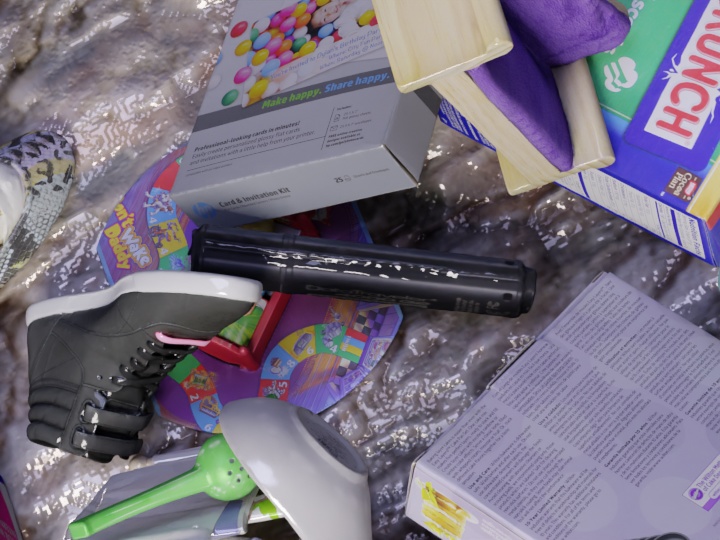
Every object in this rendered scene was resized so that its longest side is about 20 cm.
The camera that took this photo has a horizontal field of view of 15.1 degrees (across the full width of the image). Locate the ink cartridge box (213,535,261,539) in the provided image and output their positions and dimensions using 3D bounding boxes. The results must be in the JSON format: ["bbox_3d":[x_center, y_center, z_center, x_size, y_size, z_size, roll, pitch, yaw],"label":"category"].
[{"bbox_3d":[-0.014,0.231,1.467,0.200,0.088,0.145,8,71,18],"label":"ink cartridge box"}]

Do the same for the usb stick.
[{"bbox_3d":[0.000,0.000,1.551,0.200,0.055,0.033,7,74,-1],"label":"usb stick"}]

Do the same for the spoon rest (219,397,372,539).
[{"bbox_3d":[-0.001,0.141,1.405,0.200,0.099,0.061,43,100,8],"label":"spoon rest"}]

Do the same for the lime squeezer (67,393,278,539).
[{"bbox_3d":[-0.072,0.104,1.475,0.071,0.200,0.038,-31,91,35],"label":"lime squeezer"}]

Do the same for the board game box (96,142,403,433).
[{"bbox_3d":[-0.073,-0.003,1.603,0.158,0.039,0.200,-24,64,3],"label":"board game box"}]

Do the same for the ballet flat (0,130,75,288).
[{"bbox_3d":[-0.246,-0.011,1.633,0.072,0.072,0.200,33,78,23],"label":"ballet flat"}]

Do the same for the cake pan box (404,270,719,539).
[{"bbox_3d":[0.153,0.106,1.455,0.184,0.052,0.200,32,52,19],"label":"cake pan box"}]

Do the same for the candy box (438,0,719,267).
[{"bbox_3d":[0.164,-0.125,1.577,0.200,0.077,0.169,29,79,22],"label":"candy box"}]

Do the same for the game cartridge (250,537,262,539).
[{"bbox_3d":[-0.074,0.253,1.410,0.130,0.038,0.200,38,84,28],"label":"game cartridge"}]

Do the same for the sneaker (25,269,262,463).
[{"bbox_3d":[-0.124,0.057,1.545,0.200,0.071,0.099,-15,69,47],"label":"sneaker"}]

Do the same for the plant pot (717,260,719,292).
[{"bbox_3d":[0.299,-0.009,1.444,0.200,0.141,0.141,-19,64,-5],"label":"plant pot"}]

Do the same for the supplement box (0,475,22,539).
[{"bbox_3d":[-0.235,0.204,1.523,0.103,0.101,0.200,-22,65,3],"label":"supplement box"}]

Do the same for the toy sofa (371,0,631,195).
[{"bbox_3d":[0.085,-0.117,1.446,0.098,0.200,0.083,-20,68,15],"label":"toy sofa"}]

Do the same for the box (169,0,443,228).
[{"bbox_3d":[-0.016,-0.123,1.583,0.156,0.041,0.200,-11,46,35],"label":"box"}]

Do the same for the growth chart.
[{"bbox_3d":[-0.093,0.126,1.494,0.145,0.200,0.018,-8,104,18],"label":"growth chart"}]
